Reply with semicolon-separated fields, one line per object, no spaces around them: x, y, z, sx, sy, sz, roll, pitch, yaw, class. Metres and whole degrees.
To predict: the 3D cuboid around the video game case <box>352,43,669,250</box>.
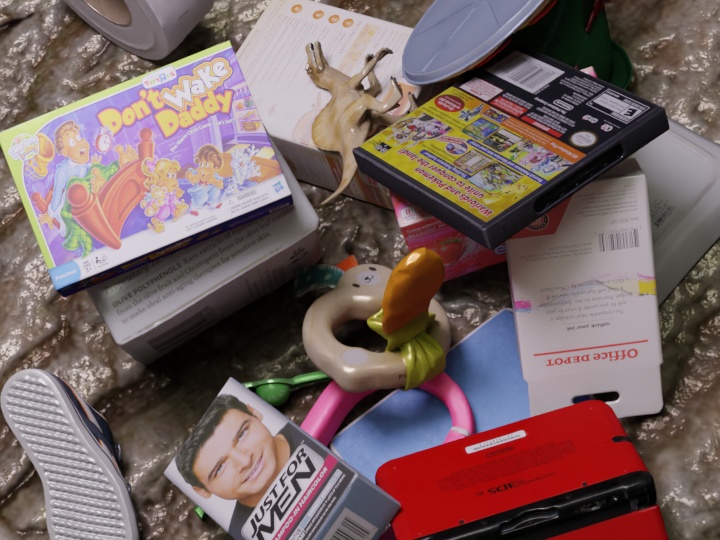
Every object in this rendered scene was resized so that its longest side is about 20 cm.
0.116;-0.104;1.407;0.180;0.026;0.200;-33;35;-16;video game case

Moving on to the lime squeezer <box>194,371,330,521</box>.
-0.081;0.122;1.507;0.200;0.038;0.071;-38;55;-10;lime squeezer

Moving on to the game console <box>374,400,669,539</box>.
0.130;0.214;1.357;0.199;0.119;0.173;-16;33;-5;game console

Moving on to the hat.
0.180;-0.261;1.560;0.165;0.177;0.200;22;40;18;hat

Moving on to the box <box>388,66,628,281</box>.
0.126;-0.080;1.500;0.199;0.095;0.103;-18;53;6;box

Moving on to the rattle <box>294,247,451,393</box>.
0.000;0.000;1.467;0.129;0.143;0.201;-19;39;1;rattle

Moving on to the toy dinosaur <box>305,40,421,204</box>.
-0.001;-0.133;1.560;0.101;0.058;0.201;-28;46;17;toy dinosaur

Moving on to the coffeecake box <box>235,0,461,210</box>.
-0.025;-0.162;1.652;0.199;0.073;0.154;19;66;27;coffeecake box

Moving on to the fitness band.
0.009;0.159;1.439;0.143;0.038;0.201;20;65;28;fitness band

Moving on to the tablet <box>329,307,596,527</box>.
0.084;0.129;1.465;0.200;0.014;0.130;-37;55;-7;tablet

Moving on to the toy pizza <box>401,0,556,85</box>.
0.118;-0.229;1.531;0.200;0.032;0.201;-37;23;19;toy pizza

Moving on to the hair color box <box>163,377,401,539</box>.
-0.066;0.172;1.387;0.099;0.061;0.200;-55;38;-4;hair color box

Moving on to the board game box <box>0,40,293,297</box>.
-0.169;-0.080;1.391;0.199;0.045;0.135;-23;83;-3;board game box

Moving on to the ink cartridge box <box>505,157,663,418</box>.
0.180;0.019;1.425;0.116;0.202;0.068;-7;15;2;ink cartridge box

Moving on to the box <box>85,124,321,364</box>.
-0.155;-0.046;1.510;0.199;0.199;0.172;-31;84;-5;box

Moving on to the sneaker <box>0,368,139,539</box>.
-0.236;0.177;1.503;0.078;0.079;0.201;-26;78;7;sneaker

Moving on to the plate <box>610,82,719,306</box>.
0.222;-0.068;1.539;0.200;0.032;0.200;35;73;32;plate

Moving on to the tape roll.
-0.243;-0.302;1.735;0.202;0.203;0.071;29;69;31;tape roll
